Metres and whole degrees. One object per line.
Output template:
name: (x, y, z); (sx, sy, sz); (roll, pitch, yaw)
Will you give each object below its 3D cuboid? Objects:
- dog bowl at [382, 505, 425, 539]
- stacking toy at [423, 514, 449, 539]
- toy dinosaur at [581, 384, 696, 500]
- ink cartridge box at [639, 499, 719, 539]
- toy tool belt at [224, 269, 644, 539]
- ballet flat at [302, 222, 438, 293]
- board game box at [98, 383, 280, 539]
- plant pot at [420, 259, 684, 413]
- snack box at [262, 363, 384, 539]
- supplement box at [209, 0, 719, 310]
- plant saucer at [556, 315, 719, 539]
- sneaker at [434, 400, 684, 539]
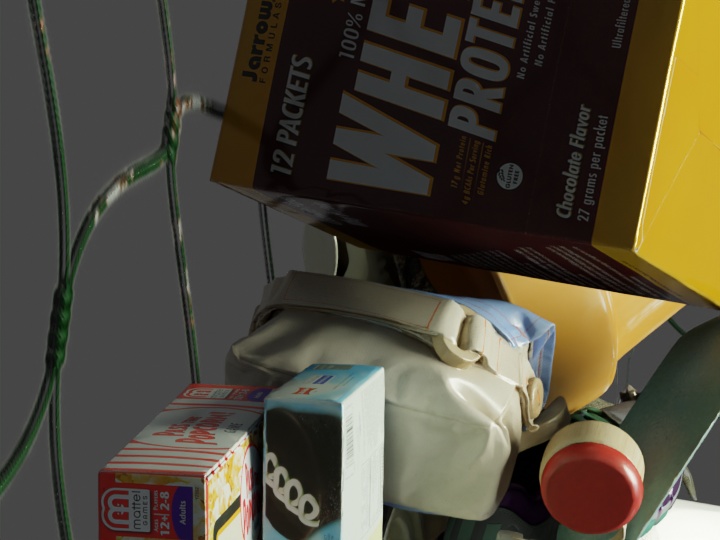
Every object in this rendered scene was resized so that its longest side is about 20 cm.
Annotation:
dog bowl: (-0.017, 0.201, 1.402); (0.200, 0.074, 0.200); (3, 90, -80)
stacking toy: (0.020, 0.109, 1.586); (0.200, 0.085, 0.085); (-66, 157, -74)
toy dinosaur: (0.108, 0.086, 1.708); (0.102, 0.200, 0.077); (-51, -169, -31)
ink cartridge box: (0.123, 0.176, 1.696); (0.145, 0.200, 0.084); (148, -50, -67)
toy tool belt: (0.040, 0.055, 1.340); (0.123, 0.200, 0.125); (-66, 165, -59)
ballet flat: (0.000, 0.000, 1.516); (0.075, 0.068, 0.200); (-51, 142, -37)
board game box: (-0.066, 0.160, 1.190); (0.152, 0.046, 0.200); (-44, 135, -75)
plant pot: (0.120, -0.037, 1.569); (0.200, 0.183, 0.200); (57, -15, 25)
snack box: (-0.016, 0.146, 1.228); (0.116, 0.037, 0.200); (-29, 120, -80)
supplement box: (0.068, -0.073, 1.331); (0.197, 0.200, 0.133); (23, 78, -69)
plant saucer: (0.142, 0.089, 1.403); (0.201, 0.039, 0.201); (-56, 172, -12)
sneaker: (0.115, 0.100, 1.492); (0.200, 0.074, 0.088); (-33, 144, -47)
